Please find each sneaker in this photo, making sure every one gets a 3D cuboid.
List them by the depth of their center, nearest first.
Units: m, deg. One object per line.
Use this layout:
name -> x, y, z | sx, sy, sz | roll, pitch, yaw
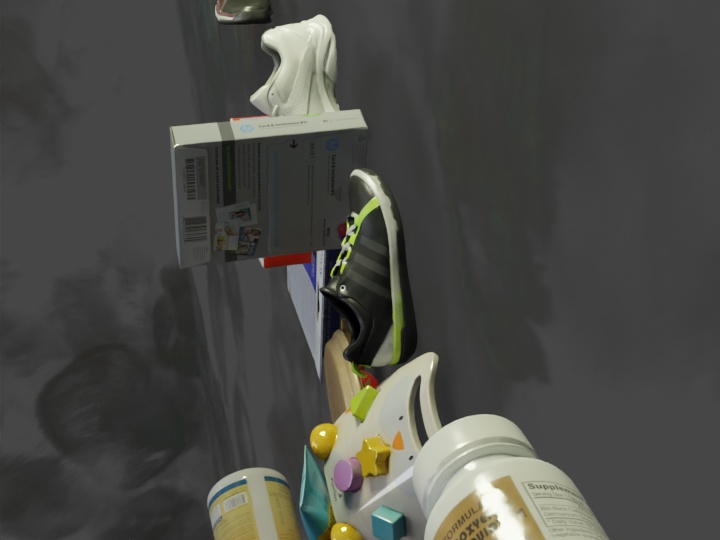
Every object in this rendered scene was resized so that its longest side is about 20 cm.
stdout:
sneaker -> 0.000, 0.000, 1.226 | 0.072, 0.082, 0.202 | 136, 125, -74
sneaker -> -0.069, -0.170, 1.382 | 0.078, 0.098, 0.203 | 180, 82, -77
sneaker -> -0.164, -0.398, 1.716 | 0.200, 0.075, 0.117 | -126, 33, -65

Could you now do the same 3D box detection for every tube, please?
tube -> -0.025, 0.270, 1.254 | 0.078, 0.050, 0.201 | -96, -13, -55

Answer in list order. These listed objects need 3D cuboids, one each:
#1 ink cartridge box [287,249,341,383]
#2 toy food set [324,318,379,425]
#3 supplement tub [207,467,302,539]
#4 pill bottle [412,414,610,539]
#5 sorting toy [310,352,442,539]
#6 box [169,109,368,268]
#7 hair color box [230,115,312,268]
ink cartridge box -> -0.050, -0.004, 1.536 | 0.201, 0.046, 0.199 | -118, 26, -52
toy food set -> -0.001, 0.161, 1.395 | 0.200, 0.048, 0.200 | -134, 35, -75
supplement tub -> -0.169, 0.445, 2.105 | 0.145, 0.143, 0.201 | 98, 160, -50
pill bottle -> 0.104, 0.188, 0.826 | 0.200, 0.113, 0.115 | -117, 23, -55
sorting toy -> 0.043, 0.168, 1.177 | 0.180, 0.106, 0.202 | -50, 47, 49
box -> -0.094, -0.084, 1.321 | 0.041, 0.198, 0.157 | -109, 17, -48
hair color box -> -0.108, -0.097, 1.513 | 0.200, 0.063, 0.112 | -120, 29, -60
